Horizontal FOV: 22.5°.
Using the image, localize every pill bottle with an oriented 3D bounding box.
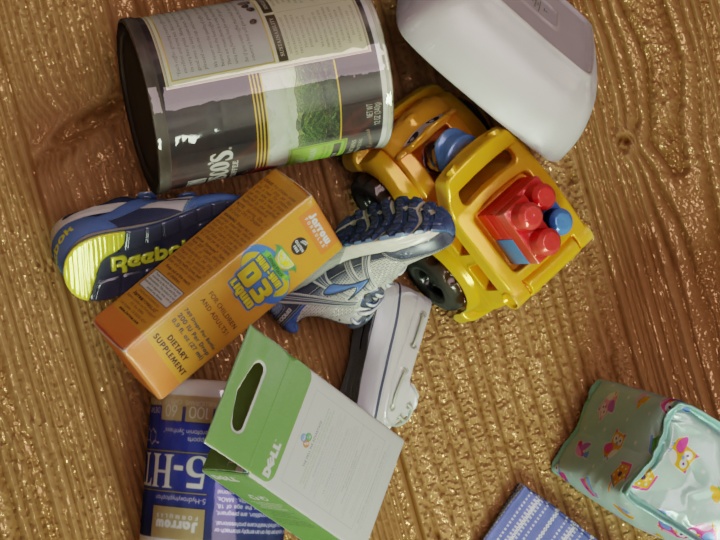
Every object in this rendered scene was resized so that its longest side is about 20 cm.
[{"bbox_3d":[-0.121,0.192,1.496,0.119,0.120,0.201,6,84,-20],"label":"pill bottle"}]

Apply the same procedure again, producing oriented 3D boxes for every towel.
[{"bbox_3d":[0.181,0.307,1.655,0.200,0.024,0.145,39,77,-12],"label":"towel"}]

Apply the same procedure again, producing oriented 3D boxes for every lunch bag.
[{"bbox_3d":[0.301,0.190,1.624,0.200,0.170,0.122,30,85,-16],"label":"lunch bag"}]

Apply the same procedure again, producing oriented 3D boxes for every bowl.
[{"bbox_3d":[0.132,-0.207,1.578,0.200,0.200,0.075,39,116,-13],"label":"bowl"}]

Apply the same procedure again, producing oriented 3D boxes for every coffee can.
[{"bbox_3d":[-0.089,-0.154,1.505,0.200,0.146,0.147,-13,91,-13],"label":"coffee can"}]

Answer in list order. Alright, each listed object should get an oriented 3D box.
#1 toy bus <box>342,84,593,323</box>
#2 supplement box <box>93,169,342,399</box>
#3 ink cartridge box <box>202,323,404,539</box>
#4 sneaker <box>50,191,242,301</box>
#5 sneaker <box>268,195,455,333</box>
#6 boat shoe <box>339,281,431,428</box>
[{"bbox_3d":[0.102,-0.062,1.557,0.136,0.192,0.200,-41,101,-16],"label":"toy bus"},{"bbox_3d":[-0.114,0.010,1.473,0.200,0.069,0.067,-42,127,-12],"label":"supplement box"},{"bbox_3d":[-0.059,0.135,1.432,0.200,0.059,0.104,40,62,-38],"label":"ink cartridge box"},{"bbox_3d":[-0.166,-0.032,1.513,0.200,0.082,0.074,-9,116,-31],"label":"sneaker"},{"bbox_3d":[0.000,0.000,1.541,0.085,0.200,0.077,61,31,-21],"label":"sneaker"},{"bbox_3d":[0.021,0.107,1.578,0.067,0.074,0.200,17,81,-18],"label":"boat shoe"}]
